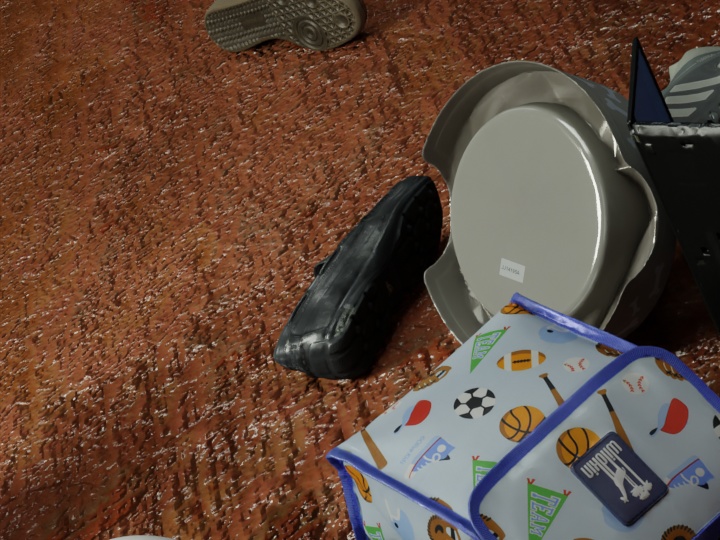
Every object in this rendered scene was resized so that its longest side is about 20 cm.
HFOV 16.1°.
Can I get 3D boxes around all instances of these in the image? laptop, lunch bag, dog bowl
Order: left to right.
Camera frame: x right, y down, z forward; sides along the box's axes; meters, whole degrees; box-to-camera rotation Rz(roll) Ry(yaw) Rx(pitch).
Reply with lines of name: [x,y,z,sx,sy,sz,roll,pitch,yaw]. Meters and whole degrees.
dog bowl: [0.121,-0.034,1.632,0.059,0.201,0.200,-4,7,-40]
lunch bag: [0.109,0.120,1.427,0.170,0.124,0.200,-39,42,-23]
laptop: [0.240,-0.040,1.529,0.200,0.178,0.103,5,40,49]

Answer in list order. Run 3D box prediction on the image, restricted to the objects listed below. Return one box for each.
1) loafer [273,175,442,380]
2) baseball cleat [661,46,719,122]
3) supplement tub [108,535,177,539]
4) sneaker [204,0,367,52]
loafer: [0.000,0.000,1.807,0.070,0.068,0.201,1,40,30]
baseball cleat: [0.251,-0.111,1.777,0.106,0.070,0.200,-13,29,27]
supplement tub: [-0.132,0.255,1.363,0.145,0.145,0.200,-12,29,28]
sneaker: [-0.059,-0.247,2.330,0.200,0.071,0.076,2,37,45]
